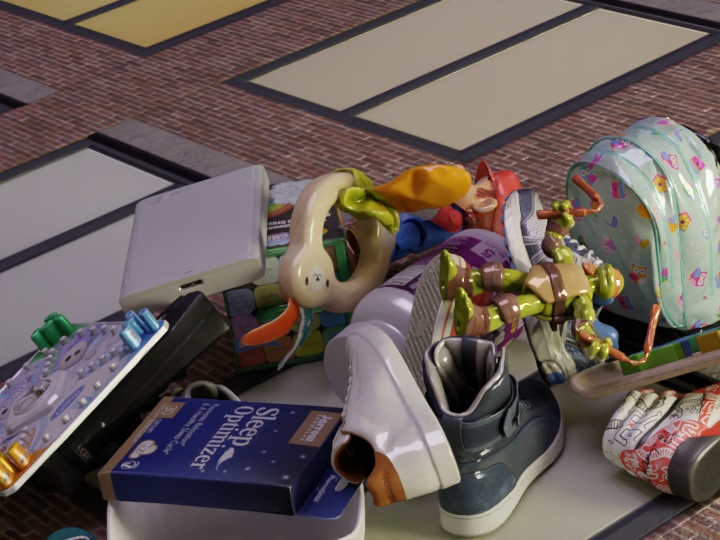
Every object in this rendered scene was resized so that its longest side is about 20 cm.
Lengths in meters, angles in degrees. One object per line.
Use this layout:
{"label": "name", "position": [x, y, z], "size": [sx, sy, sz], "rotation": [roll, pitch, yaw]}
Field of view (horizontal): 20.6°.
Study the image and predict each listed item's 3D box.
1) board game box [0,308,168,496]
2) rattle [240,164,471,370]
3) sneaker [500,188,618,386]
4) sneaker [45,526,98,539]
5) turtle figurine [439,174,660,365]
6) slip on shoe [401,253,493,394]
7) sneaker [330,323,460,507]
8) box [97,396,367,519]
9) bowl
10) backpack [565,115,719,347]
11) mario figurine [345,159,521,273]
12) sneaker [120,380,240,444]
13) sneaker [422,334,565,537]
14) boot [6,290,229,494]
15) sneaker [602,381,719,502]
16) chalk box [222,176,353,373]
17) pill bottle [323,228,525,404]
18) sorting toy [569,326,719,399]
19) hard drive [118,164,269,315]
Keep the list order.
{"label": "board game box", "position": [-0.278, 0.106, 1.682], "size": [0.200, 0.026, 0.200], "rotation": [-49, 23, -26]}
{"label": "rattle", "position": [0.000, 0.000, 1.733], "size": [0.143, 0.130, 0.200], "rotation": [11, 43, 26]}
{"label": "sneaker", "position": [0.177, 0.008, 1.713], "size": [0.085, 0.077, 0.200], "rotation": [-16, 54, 6]}
{"label": "sneaker", "position": [-0.216, 0.239, 1.512], "size": [0.071, 0.080, 0.200], "rotation": [-14, 26, -9]}
{"label": "turtle figurine", "position": [0.149, 0.008, 1.632], "size": [0.161, 0.064, 0.200], "rotation": [-4, 54, -12]}
{"label": "slip on shoe", "position": [0.066, 0.085, 1.657], "size": [0.074, 0.061, 0.200], "rotation": [-17, 52, 57]}
{"label": "sneaker", "position": [0.006, 0.109, 1.527], "size": [0.085, 0.073, 0.200], "rotation": [-23, 31, -4]}
{"label": "box", "position": [-0.090, 0.145, 1.556], "size": [0.200, 0.032, 0.121], "rotation": [3, 28, 21]}
{"label": "bowl", "position": [-0.093, 0.204, 1.553], "size": [0.200, 0.075, 0.200], "rotation": [-11, 26, -1]}
{"label": "backpack", "position": [0.262, -0.034, 1.770], "size": [0.167, 0.200, 0.127], "rotation": [18, 37, 42]}
{"label": "mario figurine", "position": [0.069, -0.064, 2.009], "size": [0.200, 0.106, 0.123], "rotation": [-21, 26, -19]}
{"label": "sneaker", "position": [-0.145, 0.127, 1.715], "size": [0.200, 0.089, 0.074], "rotation": [14, 36, 43]}
{"label": "sneaker", "position": [0.111, 0.102, 1.611], "size": [0.077, 0.146, 0.202], "rotation": [0, 26, 23]}
{"label": "boot", "position": [-0.217, 0.100, 1.711], "size": [0.200, 0.066, 0.165], "rotation": [-50, 25, -18]}
{"label": "sneaker", "position": [0.286, 0.110, 1.621], "size": [0.108, 0.067, 0.201], "rotation": [20, 41, 41]}
{"label": "chalk box", "position": [-0.070, 0.012, 1.882], "size": [0.125, 0.124, 0.200], "rotation": [-9, 27, -1]}
{"label": "pill bottle", "position": [0.062, 0.050, 1.768], "size": [0.112, 0.112, 0.200], "rotation": [13, 34, 38]}
{"label": "sorting toy", "position": [0.296, 0.061, 1.632], "size": [0.200, 0.036, 0.185], "rotation": [-14, -1, 35]}
{"label": "hard drive", "position": [-0.150, -0.030, 1.829], "size": [0.132, 0.026, 0.200], "rotation": [-17, 27, 7]}
